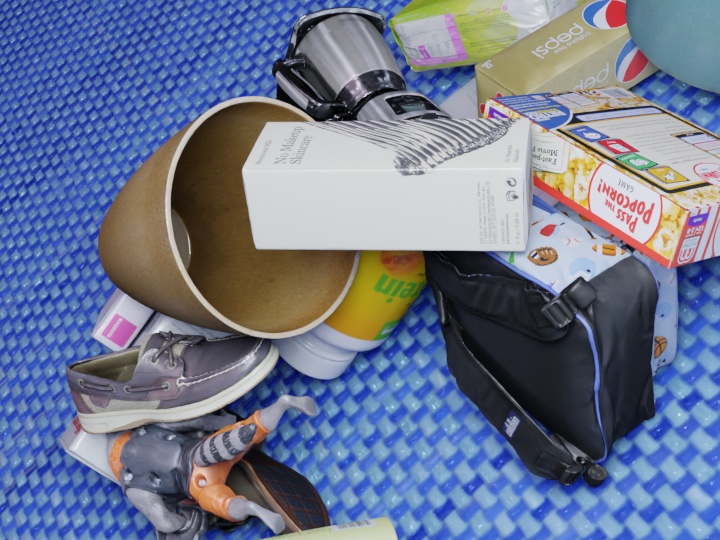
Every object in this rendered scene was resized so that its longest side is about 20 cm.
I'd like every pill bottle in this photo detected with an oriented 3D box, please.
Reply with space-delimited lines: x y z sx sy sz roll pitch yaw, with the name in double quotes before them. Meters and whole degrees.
"pill bottle" 0.000 0.000 1.036 0.200 0.110 0.111 -56 36 29

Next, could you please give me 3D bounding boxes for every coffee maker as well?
"coffee maker" 0.009 -0.129 1.149 0.134 0.193 0.201 -23 52 -9

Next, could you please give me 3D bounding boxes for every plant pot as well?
"plant pot" -0.130 -0.030 0.971 0.199 0.186 0.187 -10 51 50
"plant pot" 0.323 -0.262 0.954 0.198 0.135 0.201 -3 52 4

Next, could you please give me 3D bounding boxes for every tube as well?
"tube" -0.069 0.233 0.910 0.199 0.058 0.052 -4 17 -17

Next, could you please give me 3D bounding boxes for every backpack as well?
"backpack" 0.142 0.027 0.891 0.154 0.201 0.190 -34 45 -29

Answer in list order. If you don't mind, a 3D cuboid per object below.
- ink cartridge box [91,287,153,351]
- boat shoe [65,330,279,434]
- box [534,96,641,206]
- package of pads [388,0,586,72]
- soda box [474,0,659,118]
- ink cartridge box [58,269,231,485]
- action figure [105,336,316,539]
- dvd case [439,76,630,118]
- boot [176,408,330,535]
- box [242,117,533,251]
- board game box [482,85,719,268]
"ink cartridge box" -0.218 0.014 1.178 0.120 0.042 0.200 -54 13 -2
"boat shoe" -0.162 0.083 0.962 0.199 0.065 0.072 -16 24 27
"box" 0.176 -0.053 1.016 0.199 0.060 0.117 -24 47 22
"package of pads" 0.142 -0.268 1.158 0.199 0.068 0.155 1 38 45
"soda box" 0.198 -0.188 1.042 0.199 0.068 0.064 -33 50 -19
"ink cartridge box" -0.195 0.106 1.122 0.201 0.083 0.146 -57 13 -11
"action figure" -0.135 0.135 0.981 0.192 0.105 0.201 -8 61 30
"dvd case" 0.153 -0.160 1.145 0.200 0.018 0.143 -38 43 8
"boot" -0.101 0.211 1.037 0.200 0.074 0.097 40 104 47
"box" 0.022 -0.062 0.835 0.198 0.069 0.082 0 33 10
"board game box" 0.208 -0.078 0.868 0.200 0.151 0.047 39 129 42
